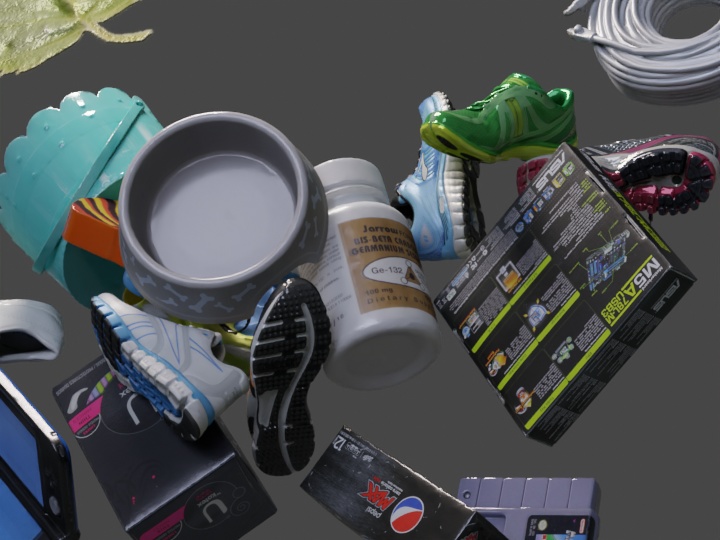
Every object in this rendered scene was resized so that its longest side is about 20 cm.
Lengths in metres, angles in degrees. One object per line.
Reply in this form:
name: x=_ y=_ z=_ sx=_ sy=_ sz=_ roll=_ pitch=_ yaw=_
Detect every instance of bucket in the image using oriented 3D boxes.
bucket: x=-0.258 y=-0.067 z=1.821 sx=0.207 sy=0.208 sz=0.135 roll=-41 pitch=52 yaw=-9

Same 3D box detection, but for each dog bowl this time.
dog bowl: x=-0.130 y=-0.054 z=1.623 sx=0.198 sy=0.059 sz=0.202 roll=-3 pitch=65 yaw=6

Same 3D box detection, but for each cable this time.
cable: x=0.325 y=-0.247 z=1.757 sx=0.200 sy=0.069 sz=0.200 roll=-39 pitch=48 yaw=-8

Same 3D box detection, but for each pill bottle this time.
pill bottle: x=0.000 y=0.000 z=1.671 sx=0.114 sy=0.114 sz=0.201 roll=-21 pitch=57 yaw=9

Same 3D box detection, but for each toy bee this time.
toy bee: x=-0.182 y=-0.010 z=1.712 sx=0.131 sy=0.200 sz=0.109 roll=-43 pitch=-1 yaw=27

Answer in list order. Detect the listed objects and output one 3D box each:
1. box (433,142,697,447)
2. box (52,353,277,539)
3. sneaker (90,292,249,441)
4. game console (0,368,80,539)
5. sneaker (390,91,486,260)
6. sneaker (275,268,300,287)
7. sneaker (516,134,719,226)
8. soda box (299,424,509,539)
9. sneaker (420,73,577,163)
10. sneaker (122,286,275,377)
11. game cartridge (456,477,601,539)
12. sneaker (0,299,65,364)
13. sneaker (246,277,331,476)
box: x=0.176 y=0.018 z=1.584 sx=0.200 sy=0.047 sz=0.193 roll=-52 pitch=45 yaw=17
box: x=-0.184 y=0.166 z=1.654 sx=0.122 sy=0.106 sz=0.200 roll=-35 pitch=47 yaw=-5
sneaker: x=-0.171 y=0.075 z=1.617 sx=0.086 sy=0.075 sz=0.200 roll=-30 pitch=48 yaw=-24
game console: x=-0.366 y=0.203 z=1.715 sx=0.118 sy=0.172 sz=0.200 roll=-23 pitch=41 yaw=-29
sneaker: x=0.067 y=-0.093 z=1.759 sx=0.089 sy=0.079 sz=0.201 roll=-17 pitch=48 yaw=18
sneaker: x=-0.097 y=-0.024 z=1.782 sx=0.198 sy=0.081 sz=0.077 roll=-15 pitch=47 yaw=13
sneaker: x=0.241 y=-0.083 z=1.672 sx=0.198 sy=0.081 sz=0.075 roll=-3 pitch=23 yaw=27
soda box: x=0.036 y=0.207 z=1.510 sx=0.071 sy=0.063 sz=0.200 roll=-53 pitch=37 yaw=-8
sneaker: x=0.131 y=-0.146 z=1.697 sx=0.074 sy=0.199 sz=0.084 roll=16 pitch=105 yaw=44
sneaker: x=-0.138 y=0.037 z=1.761 sx=0.199 sy=0.076 sz=0.105 roll=23 pitch=66 yaw=30
game cartridge: x=0.127 y=0.262 z=1.474 sx=0.129 sy=0.038 sz=0.201 roll=-6 pitch=52 yaw=28
sneaker: x=-0.397 y=0.064 z=1.801 sx=0.198 sy=0.076 sz=0.089 roll=1 pitch=22 yaw=-14
sneaker: x=-0.075 y=0.087 z=1.617 sx=0.073 sy=0.201 sz=0.080 roll=-1 pitch=34 yaw=-18
